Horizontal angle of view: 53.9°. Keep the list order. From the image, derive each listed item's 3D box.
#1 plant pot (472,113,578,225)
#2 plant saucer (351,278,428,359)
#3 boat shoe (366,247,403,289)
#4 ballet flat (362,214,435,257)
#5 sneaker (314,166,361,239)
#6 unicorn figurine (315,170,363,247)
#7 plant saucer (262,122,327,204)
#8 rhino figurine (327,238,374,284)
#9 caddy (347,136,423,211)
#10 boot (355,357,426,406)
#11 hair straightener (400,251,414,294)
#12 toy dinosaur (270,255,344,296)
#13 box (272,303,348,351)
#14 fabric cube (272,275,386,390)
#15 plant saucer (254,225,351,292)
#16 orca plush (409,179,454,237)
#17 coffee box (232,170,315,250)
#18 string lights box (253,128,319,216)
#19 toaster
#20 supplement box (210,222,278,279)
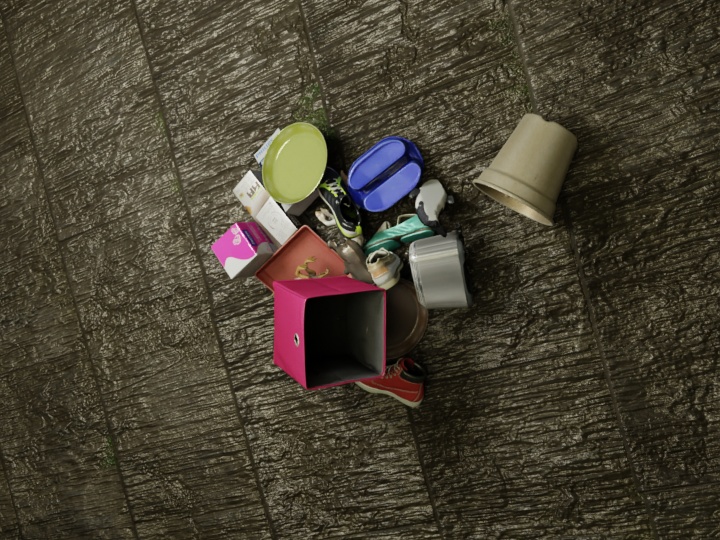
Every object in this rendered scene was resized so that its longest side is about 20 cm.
[{"bbox_3d":[0.372,-0.226,1.535,0.198,0.200,0.186,30,94,17],"label":"plant pot"},{"bbox_3d":[0.069,0.113,1.716,0.196,0.032,0.205,-5,106,-18],"label":"plant saucer"},{"bbox_3d":[0.054,-0.017,1.651,0.074,0.200,0.069,-31,102,7],"label":"boat shoe"},{"bbox_3d":[0.090,-0.093,1.730,0.197,0.067,0.072,-19,63,23],"label":"ballet flat"},{"bbox_3d":[-0.043,-0.173,1.691,0.071,0.083,0.202,-24,77,-21],"label":"sneaker"},{"bbox_3d":[-0.039,-0.138,1.763,0.135,0.074,0.204,20,96,5],"label":"unicorn figurine"},{"bbox_3d":[-0.155,-0.258,1.727,0.197,0.031,0.204,-8,75,31],"label":"plant saucer"},{"bbox_3d":[0.000,0.000,1.732,0.087,0.060,0.201,19,148,55],"label":"rhino figurine"},{"bbox_3d":[0.059,-0.230,1.701,0.199,0.105,0.142,-36,96,9],"label":"caddy"},{"bbox_3d":[0.065,0.242,1.722,0.197,0.073,0.146,18,141,15],"label":"boot"},{"bbox_3d":[0.135,-0.017,1.722,0.077,0.041,0.200,41,116,-3],"label":"hair straightener"},{"bbox_3d":[-0.138,0.027,1.759,0.195,0.061,0.108,-4,120,3],"label":"toy dinosaur"},{"bbox_3d":[-0.098,0.141,1.736,0.124,0.197,0.152,22,106,60],"label":"box"},{"bbox_3d":[-0.073,0.127,1.563,0.199,0.196,0.201,19,111,61],"label":"fabric cube"},{"bbox_3d":[-0.134,0.004,1.801,0.199,0.037,0.200,-41,110,21],"label":"plant saucer"},{"bbox_3d":[0.168,-0.130,1.637,0.103,0.202,0.072,-4,127,-9],"label":"orca plush"},{"bbox_3d":[-0.221,-0.156,1.822,0.080,0.114,0.201,-44,78,20],"label":"coffee box"},{"bbox_3d":[-0.183,-0.250,1.798,0.103,0.059,0.202,-41,62,21],"label":"string lights box"},{"bbox_3d":[0.186,-0.003,1.633,0.126,0.114,0.203,-9,114,11],"label":"toaster"},{"bbox_3d":[-0.272,-0.054,1.806,0.103,0.199,0.102,-39,80,21],"label":"supplement box"}]
